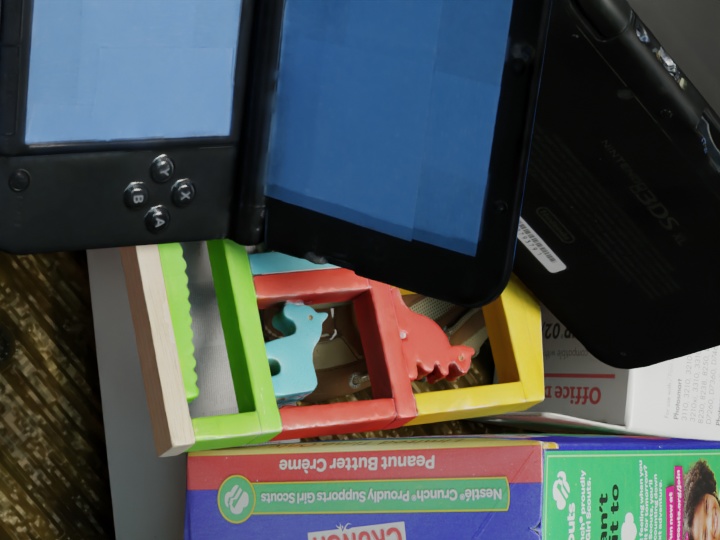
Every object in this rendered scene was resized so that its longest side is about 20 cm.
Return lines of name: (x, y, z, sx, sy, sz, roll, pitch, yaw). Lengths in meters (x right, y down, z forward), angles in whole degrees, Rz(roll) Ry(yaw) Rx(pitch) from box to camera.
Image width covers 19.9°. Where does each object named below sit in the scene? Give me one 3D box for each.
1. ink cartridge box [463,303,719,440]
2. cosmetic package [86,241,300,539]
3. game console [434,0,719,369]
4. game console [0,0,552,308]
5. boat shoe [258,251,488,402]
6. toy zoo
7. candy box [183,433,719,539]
ink cartridge box: (0.143, 0.050, 0.995, 0.199, 0.115, 0.069, 10, 83, -30)
cosmetic package: (-0.072, 0.046, 0.896, 0.082, 0.050, 0.202, -6, 91, -52)
game console: (0.126, -0.076, 0.816, 0.200, 0.175, 0.117, 44, 43, -32)
game console: (-0.035, -0.090, 0.723, 0.169, 0.118, 0.202, -5, 112, -31)
boat shoe: (0.026, 0.013, 0.942, 0.199, 0.075, 0.075, -14, 106, -46)
toy zoo: (0.000, 0.000, 0.844, 0.198, 0.020, 0.132, -4, 74, -26)
candy box: (0.047, 0.108, 0.868, 0.199, 0.168, 0.078, 4, 84, -58)
